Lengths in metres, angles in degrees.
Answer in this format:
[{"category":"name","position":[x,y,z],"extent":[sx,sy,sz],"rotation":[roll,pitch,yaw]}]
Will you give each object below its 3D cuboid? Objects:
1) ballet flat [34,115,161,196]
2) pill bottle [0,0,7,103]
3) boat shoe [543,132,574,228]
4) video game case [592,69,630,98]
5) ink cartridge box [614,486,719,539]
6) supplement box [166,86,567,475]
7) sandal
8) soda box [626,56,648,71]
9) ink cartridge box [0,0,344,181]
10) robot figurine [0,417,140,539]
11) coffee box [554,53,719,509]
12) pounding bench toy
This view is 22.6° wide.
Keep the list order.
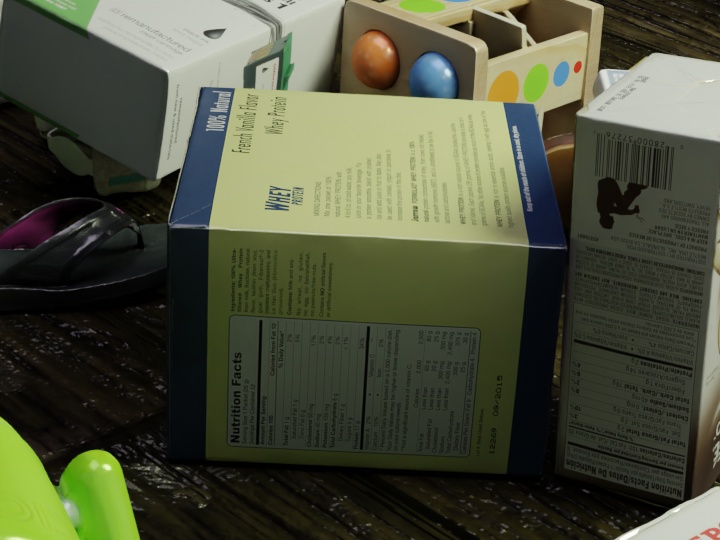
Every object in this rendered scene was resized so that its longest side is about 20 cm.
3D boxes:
[{"category":"ballet flat","position":[-0.199,-0.110,1.269],"extent":[0.062,0.068,0.200],"rotation":[-19,33,-21]},{"category":"pill bottle","position":[-0.319,-0.211,1.403],"extent":[0.110,0.112,0.200],"rotation":[-10,29,-26]},{"category":"boat shoe","position":[0.207,-0.058,1.209],"extent":[0.198,0.071,0.071],"rotation":[10,32,-6]},{"category":"video game case","position":[0.252,-0.047,1.141],"extent":[0.180,0.023,0.202],"rotation":[2,50,-13]},{"category":"ink cartridge box","position":[0.171,0.181,0.697],"extent":[0.143,0.085,0.199],"rotation":[-19,34,-36]},{"category":"supplement box","position":[0.000,0.000,0.986],"extent":[0.197,0.136,0.201],"rotation":[3,26,-1]},{"category":"sandal","position":[-0.192,-0.011,1.083],"extent":[0.198,0.048,0.075],"rotation":[-9,28,-22]},{"category":"soda box","position":[0.281,-0.096,1.300],"extent":[0.198,0.065,0.068],"rotation":[18,29,25]},{"category":"ink cartridge box","position":[-0.125,-0.153,1.218],"extent":[0.145,0.085,0.200],"rotation":[28,35,23]},{"category":"robot figurine","position":[-0.172,0.125,0.732],"extent":[0.174,0.117,0.200],"rotation":[-17,31,-20]},{"category":"coffee box","position":[0.160,0.005,0.922],"extent":[0.079,0.202,0.113],"rotation":[13,28,26]},{"category":"pounding bench toy","position":[0.044,-0.140,1.288],"extent":[0.155,0.126,0.199],"rotation":[-21,35,-40]}]
